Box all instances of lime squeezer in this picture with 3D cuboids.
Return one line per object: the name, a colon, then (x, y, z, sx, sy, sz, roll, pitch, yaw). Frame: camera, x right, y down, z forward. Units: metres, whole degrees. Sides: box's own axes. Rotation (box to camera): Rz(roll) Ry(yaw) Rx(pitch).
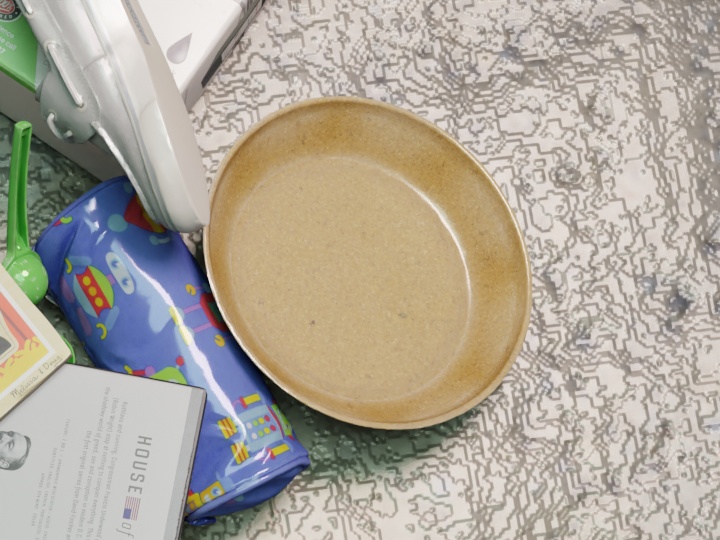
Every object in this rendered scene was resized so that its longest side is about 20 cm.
lime squeezer: (-0.172, 0.022, 1.614, 0.038, 0.071, 0.201, -22, 97, -30)

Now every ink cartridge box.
ink cartridge box: (-0.134, -0.170, 1.703, 0.145, 0.084, 0.200, 33, 73, 2)

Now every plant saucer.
plant saucer: (0.000, 0.000, 1.680, 0.199, 0.035, 0.201, 9, 64, -20)

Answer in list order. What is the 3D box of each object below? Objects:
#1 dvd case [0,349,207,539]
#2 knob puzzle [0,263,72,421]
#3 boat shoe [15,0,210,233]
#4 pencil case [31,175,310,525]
dvd case: (-0.191, 0.118, 1.569, 0.199, 0.025, 0.151, 11, 78, 0)
knob puzzle: (-0.280, 0.026, 1.559, 0.219, 0.030, 0.221, 0, 78, -1)
boat shoe: (-0.144, -0.105, 1.610, 0.068, 0.072, 0.201, -25, 87, 9)
pencil case: (-0.110, 0.046, 1.648, 0.087, 0.078, 0.200, -34, 80, 11)
